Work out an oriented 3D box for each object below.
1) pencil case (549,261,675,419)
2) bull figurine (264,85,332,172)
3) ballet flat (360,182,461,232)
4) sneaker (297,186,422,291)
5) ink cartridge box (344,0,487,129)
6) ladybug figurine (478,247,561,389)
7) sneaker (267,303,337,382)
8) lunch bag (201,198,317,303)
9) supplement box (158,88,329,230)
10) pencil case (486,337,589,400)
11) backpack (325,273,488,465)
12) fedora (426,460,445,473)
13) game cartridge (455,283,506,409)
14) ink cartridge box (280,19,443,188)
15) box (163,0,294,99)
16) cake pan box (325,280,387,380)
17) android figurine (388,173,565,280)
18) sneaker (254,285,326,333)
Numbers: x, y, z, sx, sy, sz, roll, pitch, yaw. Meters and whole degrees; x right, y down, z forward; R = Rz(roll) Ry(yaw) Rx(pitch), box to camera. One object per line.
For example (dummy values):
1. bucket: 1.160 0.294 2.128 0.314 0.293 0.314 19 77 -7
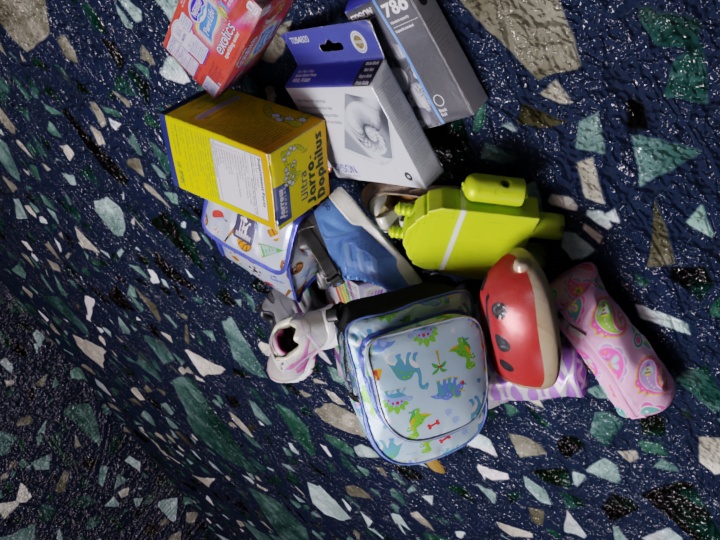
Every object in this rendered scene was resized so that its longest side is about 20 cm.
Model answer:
1. pencil case: 0.297 0.088 0.940 0.201 0.088 0.087 50 147 -15
2. bull figurine: -0.122 -0.178 1.096 0.199 0.065 0.122 40 147 5
3. ballet flat: 0.059 -0.080 1.014 0.198 0.067 0.069 3 131 46
4. sneaker: 0.000 0.000 1.033 0.200 0.111 0.077 48 -177 -7
5. ink cartridge box: 0.051 -0.252 0.844 0.099 0.039 0.202 -5 125 51
6. ladybug figurine: 0.183 0.062 0.908 0.137 0.071 0.202 -110 4 -49
7. sneaker: -0.110 0.116 1.225 0.200 0.087 0.082 -50 52 44
8. lunch bag: -0.145 -0.062 1.183 0.168 0.125 0.201 29 158 15
9. supplement box: -0.149 -0.151 1.006 0.198 0.109 0.110 24 135 30
10. pencil case: 0.206 0.131 1.039 0.196 0.085 0.086 -2 86 28
11. backpack: 0.070 0.131 0.951 0.147 0.180 0.204 -131 28 -72
12. fedora: 0.089 0.228 1.235 0.201 0.082 0.201 49 175 6
13. game cartridge: 0.146 0.124 1.136 0.128 0.039 0.202 -28 114 12
14. ink cartridge box: -0.011 -0.195 0.937 0.198 0.041 0.202 16 143 54
15. box: -0.155 -0.314 0.939 0.100 0.096 0.200 44 148 -5
16. cake pan box: 0.002 0.091 1.165 0.200 0.051 0.188 -154 52 -69
17. android figurine: 0.133 -0.046 0.916 0.196 0.042 0.183 6 147 -2
18. sneaker: -0.097 0.112 1.342 0.199 0.140 0.078 38 156 8
